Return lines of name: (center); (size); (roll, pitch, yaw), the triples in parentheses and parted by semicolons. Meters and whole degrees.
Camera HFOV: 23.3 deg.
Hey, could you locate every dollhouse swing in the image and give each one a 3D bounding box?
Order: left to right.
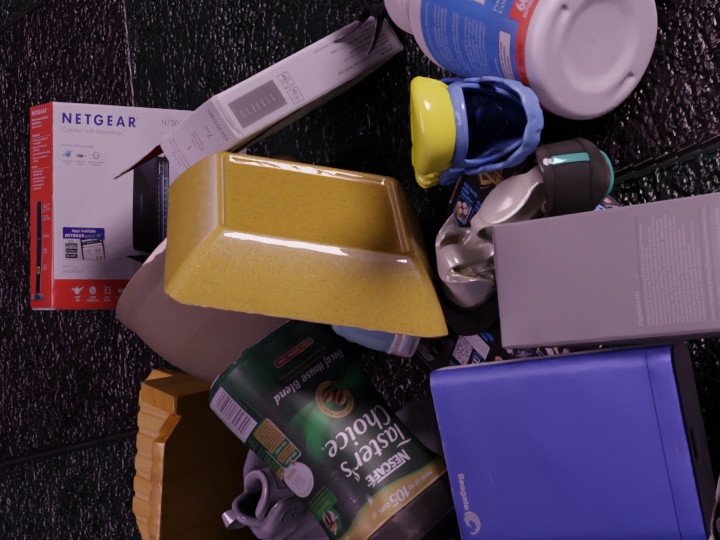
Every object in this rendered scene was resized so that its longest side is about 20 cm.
dollhouse swing: (-0.190, 0.191, 1.603); (0.175, 0.181, 0.201); (9, 98, 33)

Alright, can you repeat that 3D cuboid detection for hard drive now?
hard drive: (0.141, 0.123, 1.182); (0.199, 0.025, 0.133); (-10, 93, 41)

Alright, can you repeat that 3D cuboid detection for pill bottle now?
pill bottle: (0.103, -0.183, 1.229); (0.200, 0.112, 0.113); (29, 113, 50)

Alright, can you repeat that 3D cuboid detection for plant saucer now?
plant saucer: (-0.039, -0.029, 1.265); (0.200, 0.199, 0.049); (-101, 21, -64)

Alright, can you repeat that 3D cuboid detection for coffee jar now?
coffee jar: (-0.012, 0.133, 1.280); (0.200, 0.104, 0.085); (48, 142, 9)

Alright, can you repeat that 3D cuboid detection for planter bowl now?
planter bowl: (-0.083, 0.020, 1.446); (0.135, 0.200, 0.200); (46, 131, 9)

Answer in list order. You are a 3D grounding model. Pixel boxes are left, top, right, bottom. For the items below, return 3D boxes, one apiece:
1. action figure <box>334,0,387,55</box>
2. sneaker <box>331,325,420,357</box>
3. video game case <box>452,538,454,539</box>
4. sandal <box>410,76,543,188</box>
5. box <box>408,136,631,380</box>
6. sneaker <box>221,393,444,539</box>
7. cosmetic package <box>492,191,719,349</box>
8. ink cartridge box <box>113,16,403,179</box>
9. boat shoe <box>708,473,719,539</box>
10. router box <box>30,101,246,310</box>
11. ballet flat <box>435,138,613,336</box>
action figure: (0.031, -0.270, 1.343); (0.119, 0.102, 0.201); (34, 126, 41)
sneaker: (0.000, 0.000, 1.349); (0.200, 0.081, 0.074); (-111, 38, -71)
video game case: (0.022, 0.282, 1.418); (0.182, 0.024, 0.201); (44, 124, 44)
sandal: (0.076, -0.096, 1.190); (0.200, 0.086, 0.080); (-84, -11, -83)
box: (0.122, 0.023, 1.260); (0.200, 0.049, 0.199); (46, 125, 44)
sneaker: (-0.015, 0.158, 1.364); (0.200, 0.115, 0.075); (-42, 50, 26)
cosmetic package: (0.187, 0.001, 1.059); (0.199, 0.106, 0.091); (-3, 89, 42)
ink cartridge box: (-0.084, -0.127, 1.420); (0.044, 0.200, 0.173); (57, 140, -1)
boat shoe: (0.244, 0.154, 1.068); (0.074, 0.060, 0.201); (50, 136, 43)
router box: (-0.198, -0.055, 1.572); (0.049, 0.199, 0.181); (-2, 89, 55)
ballet flat: (0.093, -0.024, 1.203); (0.200, 0.068, 0.068); (-53, 50, 41)
